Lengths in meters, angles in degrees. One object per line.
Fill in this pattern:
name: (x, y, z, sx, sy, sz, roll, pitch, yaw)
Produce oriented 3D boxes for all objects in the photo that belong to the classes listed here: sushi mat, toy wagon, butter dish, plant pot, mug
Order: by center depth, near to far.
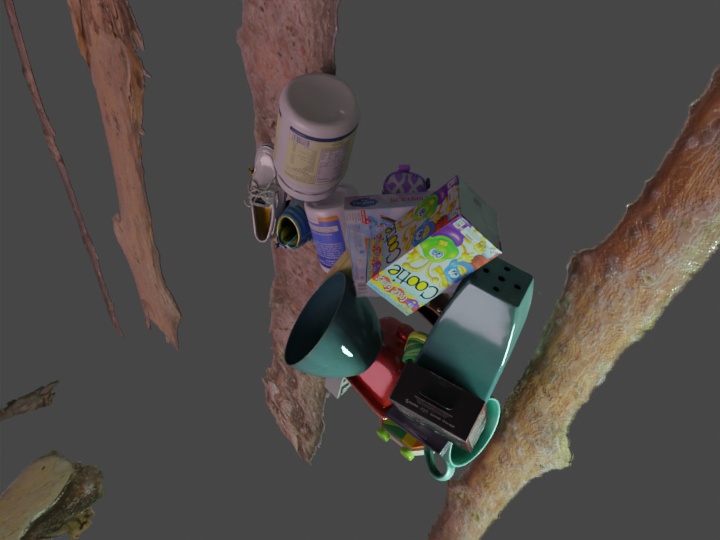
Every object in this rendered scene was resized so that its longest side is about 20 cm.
plant pot: (0.201, 0.083, 1.257, 0.140, 0.142, 0.201, 28, 135, 12)
sushi mat: (0.000, 0.000, 1.429, 0.095, 0.012, 0.200, 33, 145, -6)
plant pot: (-0.035, 0.123, 1.434, 0.134, 0.202, 0.200, 32, 155, -18)
mug: (0.175, 0.301, 1.488, 0.114, 0.185, 0.153, 32, 159, 38)
butter dish: (0.063, 0.168, 1.552, 0.200, 0.199, 0.148, 47, 126, 14)
toy wagon: (0.135, 0.326, 1.594, 0.199, 0.155, 0.040, 33, 158, 31)

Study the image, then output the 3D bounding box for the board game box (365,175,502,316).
board game box: (0.113, -0.036, 1.204, 0.105, 0.104, 0.199, 37, 124, -26)

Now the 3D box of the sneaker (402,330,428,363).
sneaker: (0.160, 0.187, 1.416, 0.199, 0.084, 0.074, 28, 178, 41)

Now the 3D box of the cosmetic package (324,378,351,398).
cosmetic package: (-0.029, 0.214, 1.747, 0.051, 0.082, 0.201, 39, 148, 18)

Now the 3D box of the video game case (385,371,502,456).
video game case: (0.158, 0.233, 1.434, 0.142, 0.201, 0.019, 28, 162, 38)

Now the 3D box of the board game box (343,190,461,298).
board game box: (0.079, -0.042, 1.300, 0.196, 0.041, 0.202, -2, 132, 5)

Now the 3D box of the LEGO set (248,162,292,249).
LEGO set: (-0.186, -0.142, 1.625, 0.153, 0.115, 0.202, 31, 142, 34)

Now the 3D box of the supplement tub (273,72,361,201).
supplement tub: (-0.083, -0.236, 1.360, 0.145, 0.144, 0.201, 44, 148, 17)

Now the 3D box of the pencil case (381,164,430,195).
pencil case: (0.065, -0.093, 1.358, 0.201, 0.083, 0.086, 103, 160, -50)

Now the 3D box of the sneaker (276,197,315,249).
sneaker: (-0.112, -0.070, 1.558, 0.079, 0.131, 0.201, 12, 142, 34)

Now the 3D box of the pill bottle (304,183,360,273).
pill bottle: (-0.037, -0.061, 1.502, 0.111, 0.112, 0.202, 22, 137, 43)

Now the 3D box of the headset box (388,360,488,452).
headset box: (0.137, 0.235, 1.291, 0.148, 0.078, 0.200, 26, 169, 17)

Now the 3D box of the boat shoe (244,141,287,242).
boat shoe: (-0.194, -0.148, 1.497, 0.074, 0.086, 0.204, 17, 122, 18)

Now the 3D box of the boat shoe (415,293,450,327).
boat shoe: (0.163, 0.100, 1.420, 0.200, 0.070, 0.071, 45, 145, 13)
